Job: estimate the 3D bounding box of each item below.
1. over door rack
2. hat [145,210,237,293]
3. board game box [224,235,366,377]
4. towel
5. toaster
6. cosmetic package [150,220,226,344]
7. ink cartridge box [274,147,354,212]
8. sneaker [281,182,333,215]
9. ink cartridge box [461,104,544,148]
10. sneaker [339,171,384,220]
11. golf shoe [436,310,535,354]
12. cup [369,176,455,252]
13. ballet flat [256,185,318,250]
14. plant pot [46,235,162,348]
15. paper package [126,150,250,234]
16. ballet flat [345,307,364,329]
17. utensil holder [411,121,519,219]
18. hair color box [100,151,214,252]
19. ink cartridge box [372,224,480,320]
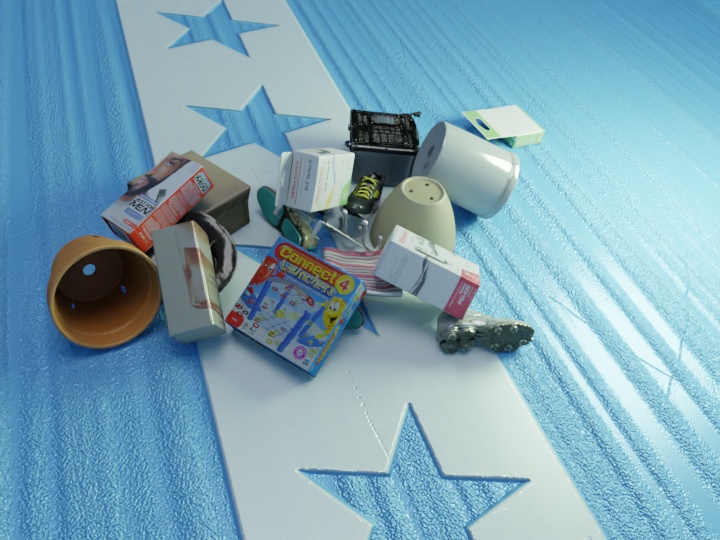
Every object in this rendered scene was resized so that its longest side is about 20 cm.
[{"bbox_3d":[-0.062,-0.103,1.531,0.199,0.067,0.147,13,11,-47],"label":"over door rack"},{"bbox_3d":[-0.334,-0.016,1.448,0.198,0.081,0.203,-1,70,3],"label":"hat"},{"bbox_3d":[-0.121,0.066,1.364,0.199,0.056,0.197,27,77,19],"label":"board game box"},{"bbox_3d":[0.000,0.000,1.493,0.144,0.030,0.200,3,24,-11],"label":"towel"},{"bbox_3d":[0.061,-0.314,1.818,0.197,0.120,0.182,3,44,-7],"label":"toaster"},{"bbox_3d":[-0.317,0.023,1.335,0.086,0.103,0.202,-14,77,0],"label":"cosmetic package"},{"bbox_3d":[-0.092,-0.187,1.484,0.067,0.119,0.200,17,18,23],"label":"ink cartridge box"},{"bbox_3d":[-0.108,-0.180,1.637,0.128,0.080,0.199,22,-1,-1],"label":"sneaker"},{"bbox_3d":[0.397,-0.402,2.024,0.198,0.048,0.146,-14,48,-23],"label":"ink cartridge box"},{"bbox_3d":[0.006,-0.177,1.650,0.074,0.085,0.200,19,22,7],"label":"sneaker"},{"bbox_3d":[0.248,0.109,1.441,0.197,0.079,0.098,2,37,-10],"label":"golf shoe"},{"bbox_3d":[0.127,-0.124,1.611,0.198,0.144,0.202,5,42,-4],"label":"cup"},{"bbox_3d":[-0.160,-0.114,1.618,0.075,0.068,0.200,-4,46,-46],"label":"ballet flat"},{"bbox_3d":[-0.484,0.023,1.326,0.198,0.202,0.140,-20,34,-28],"label":"plant pot"},{"bbox_3d":[-0.371,-0.153,1.583,0.199,0.104,0.190,32,47,23],"label":"paper package"},{"bbox_3d":[-0.081,0.062,1.440,0.198,0.068,0.064,17,16,5],"label":"ballet flat"},{"bbox_3d":[0.243,-0.238,1.690,0.198,0.170,0.171,23,40,-16],"label":"utensil holder"},{"bbox_3d":[-0.405,-0.140,1.442,0.110,0.064,0.200,26,63,35],"label":"hair color box"},{"bbox_3d":[0.135,0.000,1.446,0.198,0.086,0.146,25,18,0],"label":"ink cartridge box"}]
